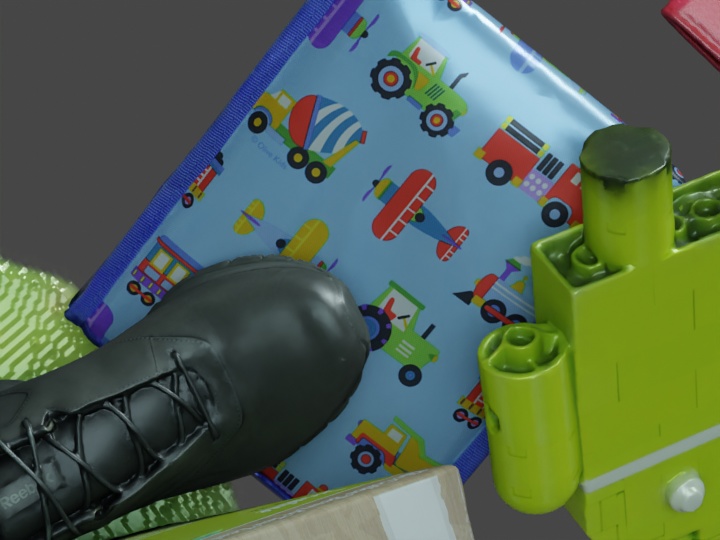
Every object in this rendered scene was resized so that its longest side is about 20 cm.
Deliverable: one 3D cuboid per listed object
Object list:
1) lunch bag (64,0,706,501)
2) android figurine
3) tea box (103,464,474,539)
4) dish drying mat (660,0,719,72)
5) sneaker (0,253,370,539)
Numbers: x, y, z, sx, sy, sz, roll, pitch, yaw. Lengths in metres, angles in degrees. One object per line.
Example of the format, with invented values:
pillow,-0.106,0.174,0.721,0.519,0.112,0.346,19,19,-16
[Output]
lunch bag,0.000,0.000,0.982,0.150,0.094,0.200,38,95,-3
android figurine,0.123,0.027,0.952,0.182,0.041,0.200,-20,130,-17
tea box,-0.054,0.186,0.896,0.196,0.134,0.200,-15,89,38
dish drying mat,0.207,-0.143,1.028,0.077,0.018,0.200,43,86,-1
sneaker,-0.087,0.060,0.938,0.200,0.091,0.076,-27,96,18
